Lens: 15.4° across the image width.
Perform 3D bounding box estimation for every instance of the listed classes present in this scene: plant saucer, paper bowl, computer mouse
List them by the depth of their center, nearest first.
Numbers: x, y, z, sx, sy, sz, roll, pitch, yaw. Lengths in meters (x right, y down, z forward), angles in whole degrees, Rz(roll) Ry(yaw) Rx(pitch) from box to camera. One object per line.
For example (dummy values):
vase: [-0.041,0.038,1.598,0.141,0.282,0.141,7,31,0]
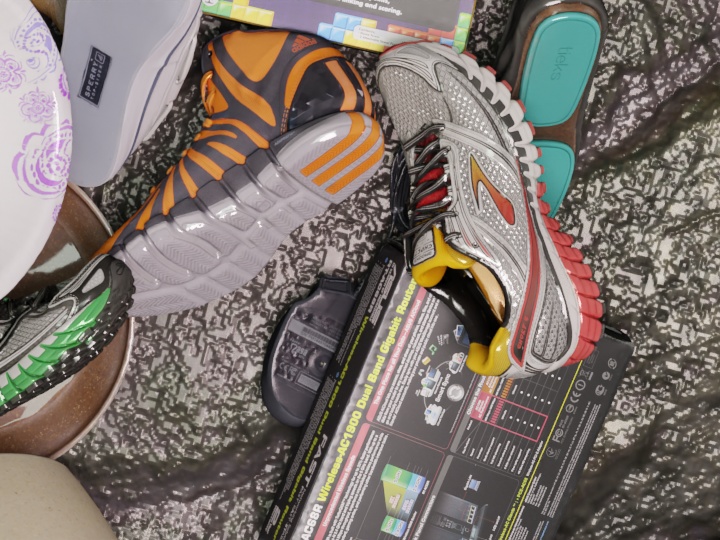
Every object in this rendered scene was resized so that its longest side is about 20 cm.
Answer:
paper bowl: [-0.258,-0.072,1.432,0.104,0.200,0.201,7,98,40]
plant saucer: [-0.230,0.023,1.557,0.200,0.037,0.201,0,96,1]
computer mouse: [0.000,0.000,1.558,0.059,0.034,0.200,30,89,-17]

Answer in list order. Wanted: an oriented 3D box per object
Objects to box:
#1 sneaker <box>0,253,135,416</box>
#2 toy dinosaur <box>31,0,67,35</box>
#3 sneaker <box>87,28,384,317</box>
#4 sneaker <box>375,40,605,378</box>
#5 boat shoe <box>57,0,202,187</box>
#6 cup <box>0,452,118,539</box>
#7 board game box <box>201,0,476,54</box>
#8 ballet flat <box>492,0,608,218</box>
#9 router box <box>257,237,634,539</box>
sneaker: [-0.213,0.041,1.486,0.200,0.078,0.085,-28,91,20]
toy dinosaur: [-0.173,-0.162,1.532,0.060,0.106,0.200,-32,93,-34]
sneaker: [-0.081,-0.060,1.517,0.200,0.078,0.112,-32,53,13]
sneaker: [0.059,-0.034,1.455,0.082,0.078,0.200,-20,79,-34]
boat shoe: [-0.123,-0.136,1.475,0.074,0.065,0.200,38,130,8]
cup: [-0.209,0.186,1.511,0.200,0.200,0.144,-7,70,1]
board game box: [-0.021,-0.215,1.522,0.199,0.057,0.166,13,94,-1]
ballet flat: [0.096,-0.091,1.519,0.068,0.068,0.200,5,131,-18]
router box: [0.048,0.101,1.534,0.150,0.062,0.200,22,95,-17]
